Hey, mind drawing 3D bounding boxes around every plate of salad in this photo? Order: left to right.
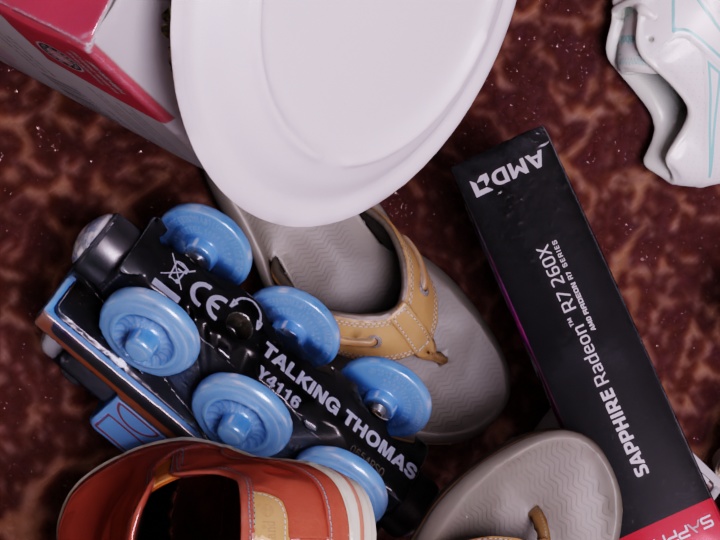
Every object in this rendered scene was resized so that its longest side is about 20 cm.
[{"bbox_3d":[-0.005,-0.115,0.861,0.199,0.048,0.202,-28,130,-40],"label":"plate of salad"}]

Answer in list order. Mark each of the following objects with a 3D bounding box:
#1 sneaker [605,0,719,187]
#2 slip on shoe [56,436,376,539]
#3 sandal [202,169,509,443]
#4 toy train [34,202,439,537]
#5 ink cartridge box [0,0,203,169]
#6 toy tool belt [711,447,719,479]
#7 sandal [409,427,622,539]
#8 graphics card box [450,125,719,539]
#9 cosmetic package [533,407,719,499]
[{"bbox_3d":[0.155,-0.135,1.094,0.080,0.070,0.202,-19,102,-13],"label":"sneaker"},{"bbox_3d":[-0.074,0.105,0.929,0.061,0.199,0.075,5,84,-36],"label":"slip on shoe"},{"bbox_3d":[0.000,0.000,1.052,0.081,0.055,0.201,-35,105,-12],"label":"sandal"},{"bbox_3d":[-0.058,0.058,1.012,0.200,0.114,0.087,40,45,-10],"label":"toy train"},{"bbox_3d":[-0.134,-0.131,0.903,0.199,0.148,0.086,29,85,24],"label":"ink cartridge box"},{"bbox_3d":[0.240,0.081,1.133,0.123,0.124,0.202,-31,110,-58],"label":"toy tool belt"},{"bbox_3d":[0.034,0.137,0.898,0.199,0.054,0.082,-32,98,-26],"label":"sandal"},{"bbox_3d":[0.105,0.045,1.024,0.050,0.125,0.201,-23,78,4],"label":"graphics card box"},{"bbox_3d":[0.082,0.153,1.105,0.082,0.051,0.200,41,81,-17],"label":"cosmetic package"}]
